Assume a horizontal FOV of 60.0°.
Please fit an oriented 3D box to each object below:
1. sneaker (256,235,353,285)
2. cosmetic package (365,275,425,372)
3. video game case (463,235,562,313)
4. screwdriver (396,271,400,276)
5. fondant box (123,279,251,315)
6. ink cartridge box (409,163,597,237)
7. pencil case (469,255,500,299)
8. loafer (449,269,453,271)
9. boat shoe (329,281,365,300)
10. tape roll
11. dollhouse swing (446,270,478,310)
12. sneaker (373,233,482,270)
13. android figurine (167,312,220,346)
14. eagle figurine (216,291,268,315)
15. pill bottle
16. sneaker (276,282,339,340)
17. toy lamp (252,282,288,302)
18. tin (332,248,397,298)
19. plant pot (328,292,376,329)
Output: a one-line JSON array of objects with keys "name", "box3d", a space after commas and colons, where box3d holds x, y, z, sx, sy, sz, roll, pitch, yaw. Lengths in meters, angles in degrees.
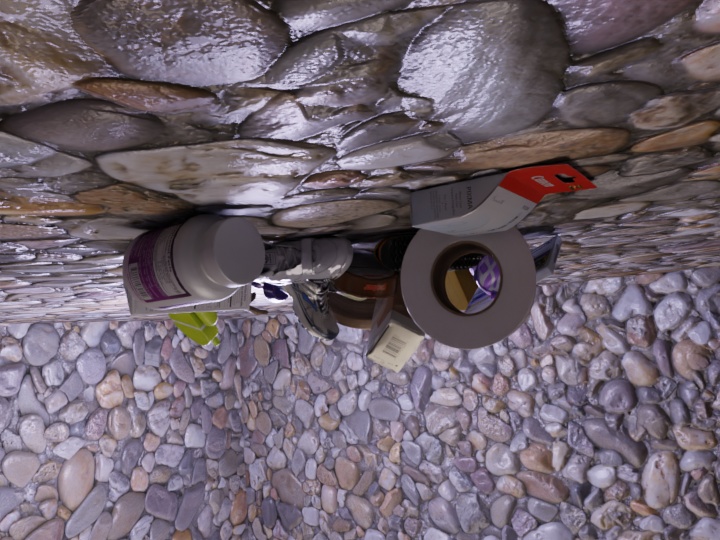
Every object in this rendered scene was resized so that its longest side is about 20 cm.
[{"name": "sneaker", "box3d": [-0.114, -0.016, 1.034, 0.196, 0.077, 0.114, -10, 171, 32]}, {"name": "cosmetic package", "box3d": [0.071, 0.074, 1.142, 0.070, 0.202, 0.106, 26, 123, -9]}, {"name": "video game case", "box3d": [0.304, 0.016, 1.239, 0.198, 0.022, 0.182, -35, -175, 31]}, {"name": "screwdriver", "box3d": [0.064, -0.010, 1.155, 0.028, 0.029, 0.200, 12, -167, -15]}, {"name": "fondant box", "box3d": [-0.301, 0.020, 1.077, 0.196, 0.060, 0.144, 0, -161, -27]}, {"name": "ink cartridge box", "box3d": [0.183, -0.082, 0.784, 0.196, 0.049, 0.159, -6, 174, 33]}, {"name": "pencil case", "box3d": [0.252, -0.004, 1.198, 0.082, 0.088, 0.200, -6, -171, 8]}, {"name": "loafer", "box3d": [0.151, -0.024, 1.220, 0.198, 0.073, 0.062, -14, -171, 46]}, {"name": "boat shoe", "box3d": [-0.060, 0.006, 1.224, 0.195, 0.075, 0.065, 13, 162, -17]}, {"name": "tape roll", "box3d": [0.170, 0.017, 0.960, 0.198, 0.208, 0.139, -6, 173, 16]}, {"name": "dollhouse swing", "box3d": [0.244, 0.077, 1.800, 0.174, 0.185, 0.199, -29, 165, 22]}, {"name": "sneaker", "box3d": [0.117, -0.039, 1.104, 0.195, 0.072, 0.090, -3, -171, -16]}, {"name": "android figurine", "box3d": [-0.346, 0.074, 1.229, 0.180, 0.202, 0.041, 7, -134, 47]}, {"name": "eagle figurine", "box3d": [-0.308, 0.037, 1.305, 0.199, 0.151, 0.153, 32, 159, 46]}, {"name": "pill bottle", "box3d": [-0.220, -0.012, 0.827, 0.197, 0.115, 0.111, -9, 172, 39]}, {"name": "sneaker", "box3d": [-0.089, 0.043, 1.163, 0.084, 0.202, 0.077, -27, -159, 19]}, {"name": "toy lamp", "box3d": [-0.186, 0.029, 1.284, 0.057, 0.060, 0.199, -2, -173, -19]}, {"name": "tin", "box3d": [0.000, 0.000, 1.118, 0.109, 0.043, 0.200, -1, -162, -15]}, {"name": "plant pot", "box3d": [0.015, 0.035, 1.344, 0.195, 0.095, 0.202, -1, -152, 1]}]
